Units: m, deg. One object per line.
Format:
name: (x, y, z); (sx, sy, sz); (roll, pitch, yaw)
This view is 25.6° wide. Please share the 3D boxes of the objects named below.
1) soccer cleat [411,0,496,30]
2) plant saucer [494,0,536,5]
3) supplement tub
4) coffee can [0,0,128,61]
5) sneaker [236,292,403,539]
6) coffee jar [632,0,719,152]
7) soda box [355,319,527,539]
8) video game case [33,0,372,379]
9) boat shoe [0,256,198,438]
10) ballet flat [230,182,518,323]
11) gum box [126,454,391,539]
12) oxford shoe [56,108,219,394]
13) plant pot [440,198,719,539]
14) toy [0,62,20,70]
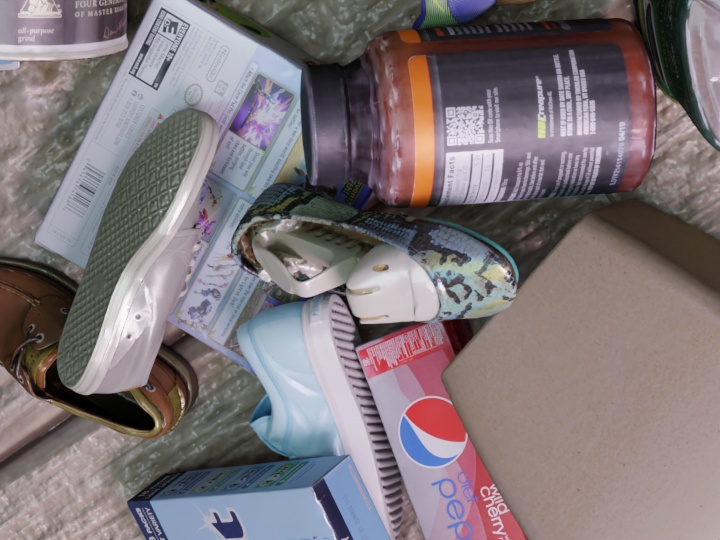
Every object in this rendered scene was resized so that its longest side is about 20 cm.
soccer cleat: (0.012, -0.231, 0.927); (0.084, 0.065, 0.200); (-29, 98, 21)
plant saucer: (0.084, -0.260, 0.953); (0.200, 0.032, 0.201); (4, 106, 13)
supplement tub: (0.066, -0.092, 0.937); (0.200, 0.107, 0.107); (-4, 105, -6)
coffee can: (-0.213, -0.238, 0.966); (0.146, 0.146, 0.200); (7, 107, 11)
sneaker: (-0.027, 0.104, 1.048); (0.082, 0.074, 0.200); (-9, 117, 17)
coffee jar: (0.205, -0.131, 0.872); (0.085, 0.200, 0.104); (-13, 105, 5)
soda box: (0.067, 0.130, 1.016); (0.063, 0.070, 0.200); (-23, 81, 17)
video game case: (-0.091, -0.059, 1.041); (0.181, 0.045, 0.200); (32, 110, 3)
boat shoe: (-0.208, 0.051, 1.086); (0.200, 0.068, 0.072); (24, 111, 7)
ballet flat: (0.000, 0.000, 0.934); (0.200, 0.074, 0.074); (15, 112, 43)
gum box: (-0.050, 0.212, 1.058); (0.200, 0.045, 0.170); (-14, 106, 46)
oxford shoe: (-0.133, -0.009, 1.015); (0.058, 0.075, 0.200); (15, 104, -36)
plant pot: (0.169, 0.066, 0.949); (0.177, 0.200, 0.200); (45, 110, 11)
toy: (-0.336, -0.184, 1.061); (0.200, 0.047, 0.115); (-1, 107, 13)
